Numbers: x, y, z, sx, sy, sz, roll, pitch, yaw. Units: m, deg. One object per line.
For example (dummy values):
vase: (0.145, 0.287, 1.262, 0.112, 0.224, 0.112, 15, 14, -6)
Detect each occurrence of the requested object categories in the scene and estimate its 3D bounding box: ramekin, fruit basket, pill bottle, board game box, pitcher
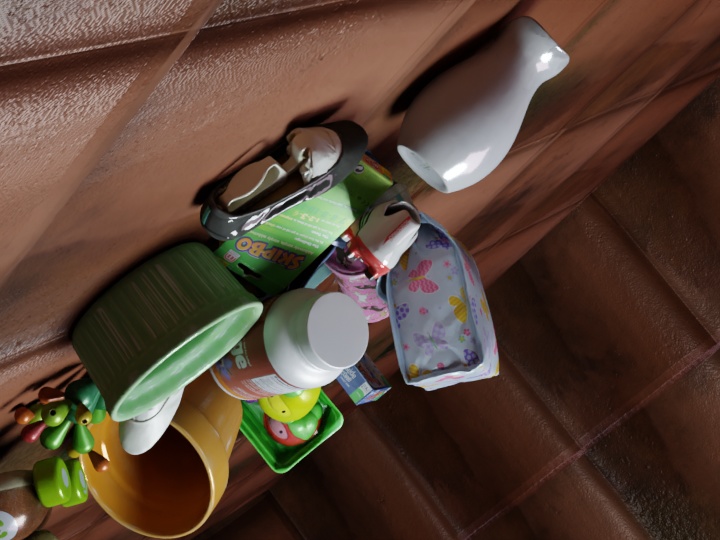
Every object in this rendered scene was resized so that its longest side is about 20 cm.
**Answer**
ramekin: (-0.210, 0.060, 1.546, 0.199, 0.098, 0.200, -38, 171, -7)
fruit basket: (-0.124, 0.183, 2.134, 0.155, 0.216, 0.216, -39, 171, 5)
pill bottle: (-0.082, 0.081, 1.646, 0.112, 0.113, 0.199, -31, -172, -37)
board game box: (-0.066, -0.059, 1.570, 0.200, 0.095, 0.030, -44, -150, 23)
board game box: (-0.040, 0.100, 2.072, 0.034, 0.201, 0.135, -39, 171, 8)
pitcher: (0.130, -0.187, 1.673, 0.200, 0.121, 0.171, -48, -172, -9)

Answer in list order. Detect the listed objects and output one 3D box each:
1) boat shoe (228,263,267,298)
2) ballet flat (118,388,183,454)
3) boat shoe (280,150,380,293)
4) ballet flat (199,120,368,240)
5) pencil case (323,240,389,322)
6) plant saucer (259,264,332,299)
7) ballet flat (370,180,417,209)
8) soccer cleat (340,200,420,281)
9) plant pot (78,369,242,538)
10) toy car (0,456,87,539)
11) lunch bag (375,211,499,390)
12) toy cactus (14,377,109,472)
boat shoe: (-0.131, 0.002, 1.664, 0.200, 0.068, 0.072, -43, 171, 30)
ballet flat: (-0.241, 0.126, 1.770, 0.201, 0.069, 0.069, -58, 175, -12)
boat shoe: (-0.034, -0.047, 1.687, 0.084, 0.069, 0.201, 14, 119, -41)
ballet flat: (-0.071, -0.097, 1.443, 0.199, 0.068, 0.069, -36, 161, -17)
pencil case: (0.000, 0.000, 1.816, 0.085, 0.084, 0.200, -2, 161, 5)
plant saucer: (-0.106, 0.025, 1.831, 0.200, 0.069, 0.019, -43, 137, -50)
ballet flat: (0.032, -0.051, 1.844, 0.067, 0.063, 0.200, -36, 171, -14)
soccer cleat: (0.027, -0.040, 1.569, 0.085, 0.069, 0.200, -42, -175, 5)
plant pot: (-0.249, 0.224, 1.956, 0.200, 0.200, 0.183, -44, -176, 33)
toy car: (-0.395, 0.336, 1.692, 0.162, 0.202, 0.158, -15, 171, 1)
lunch bag: (0.090, 0.037, 1.762, 0.126, 0.202, 0.170, -11, 172, 10)
toy cactus: (-0.305, 0.148, 1.671, 0.165, 0.102, 0.200, -48, 162, 1)
